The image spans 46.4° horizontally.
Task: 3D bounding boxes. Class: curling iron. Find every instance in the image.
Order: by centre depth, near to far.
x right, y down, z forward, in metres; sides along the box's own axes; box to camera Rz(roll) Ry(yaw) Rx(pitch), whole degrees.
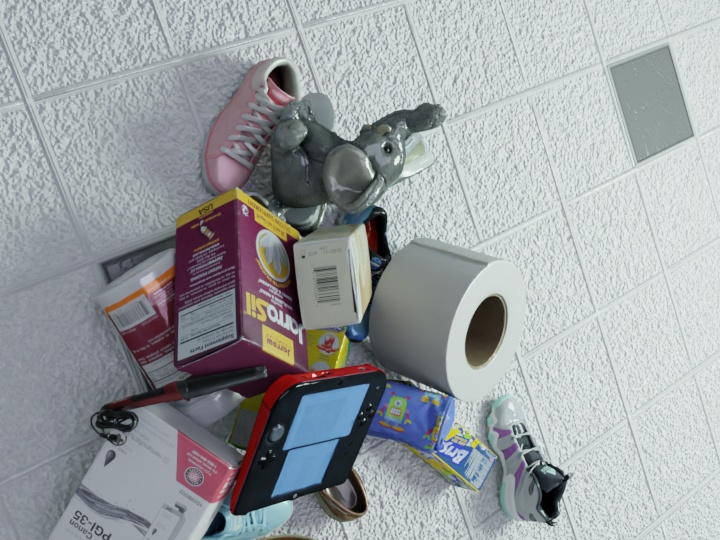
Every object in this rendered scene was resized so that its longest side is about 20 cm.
[{"bbox_3d":[-0.197,0.142,0.922,0.197,0.026,0.050,-19,68,-6],"label":"curling iron"}]

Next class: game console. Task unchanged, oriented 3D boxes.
[{"bbox_3d":[-0.056,0.198,0.998,0.198,0.031,0.180,0,113,-50],"label":"game console"}]

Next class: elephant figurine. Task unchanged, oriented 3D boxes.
[{"bbox_3d":[-0.008,-0.132,1.054,0.197,0.157,0.143,16,49,10],"label":"elephant figurine"}]

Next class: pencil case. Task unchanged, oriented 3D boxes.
[{"bbox_3d":[0.028,0.189,1.136,0.197,0.078,0.088,12,66,13],"label":"pencil case"}]

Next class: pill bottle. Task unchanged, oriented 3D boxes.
[{"bbox_3d":[-0.224,0.086,1.032,0.114,0.114,0.202,-36,105,-27],"label":"pill bottle"}]

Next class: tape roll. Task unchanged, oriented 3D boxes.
[{"bbox_3d":[0.125,0.067,1.189,0.201,0.138,0.206,-22,120,-44],"label":"tape roll"}]

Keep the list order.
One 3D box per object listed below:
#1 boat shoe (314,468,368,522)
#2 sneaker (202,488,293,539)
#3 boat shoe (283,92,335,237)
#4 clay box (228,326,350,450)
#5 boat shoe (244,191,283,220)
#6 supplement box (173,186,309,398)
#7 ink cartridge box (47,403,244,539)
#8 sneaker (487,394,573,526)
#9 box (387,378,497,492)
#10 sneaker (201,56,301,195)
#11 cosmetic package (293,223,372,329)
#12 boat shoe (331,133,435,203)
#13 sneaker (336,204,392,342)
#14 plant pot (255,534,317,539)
[{"bbox_3d":[-0.053,0.256,1.142,0.076,0.072,0.201,-44,100,-25],"label":"boat shoe"},{"bbox_3d":[-0.166,0.320,1.070,0.197,0.082,0.075,-2,88,-31],"label":"sneaker"},{"bbox_3d":[-0.073,-0.147,1.168,0.069,0.064,0.203,5,72,10],"label":"boat shoe"},{"bbox_3d":[-0.087,0.147,1.106,0.048,0.113,0.203,62,43,-65],"label":"clay box"},{"bbox_3d":[-0.100,-0.022,1.129,0.074,0.086,0.204,-38,106,-26],"label":"boat shoe"},{"bbox_3d":[-0.141,0.028,0.991,0.131,0.102,0.203,35,40,-50],"label":"supplement box"},{"bbox_3d":[-0.244,0.269,0.964,0.145,0.083,0.202,31,89,7],"label":"ink cartridge box"},{"bbox_3d":[0.272,0.295,1.301,0.077,0.139,0.204,-15,95,-30],"label":"sneaker"},{"bbox_3d":[0.107,0.245,1.246,0.200,0.070,0.065,43,66,-21],"label":"box"},{"bbox_3d":[-0.141,-0.196,1.107,0.075,0.104,0.203,30,73,-27],"label":"sneaker"},{"bbox_3d":[-0.030,0.002,1.059,0.070,0.200,0.107,-6,99,6],"label":"cosmetic package"},{"bbox_3d":[0.026,-0.150,1.226,0.200,0.074,0.066,-27,95,-33],"label":"boat shoe"},{"bbox_3d":[0.000,0.000,1.186,0.077,0.090,0.204,7,84,-30],"label":"sneaker"},{"bbox_3d":[-0.101,0.477,1.059,0.184,0.185,0.203,-19,110,-30],"label":"plant pot"}]
